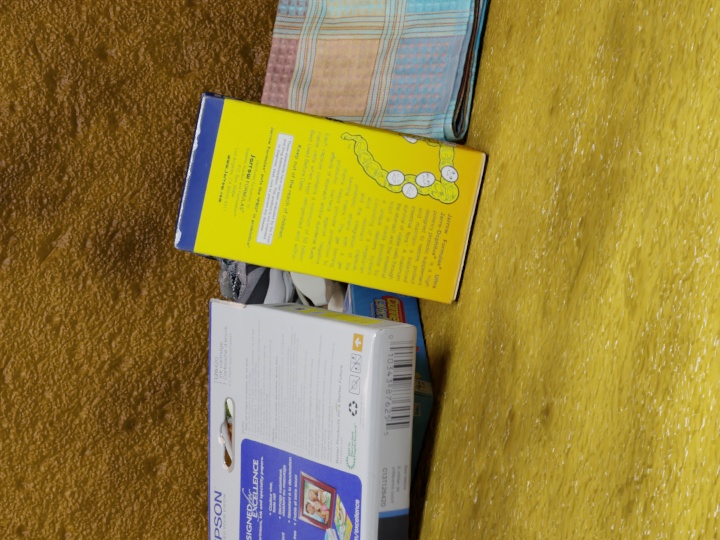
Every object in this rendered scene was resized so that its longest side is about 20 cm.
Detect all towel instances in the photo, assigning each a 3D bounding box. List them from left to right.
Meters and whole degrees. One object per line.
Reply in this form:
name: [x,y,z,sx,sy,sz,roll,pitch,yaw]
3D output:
towel: [0.006,-0.168,1.406,0.022,0.200,0.147,21,-104,-52]

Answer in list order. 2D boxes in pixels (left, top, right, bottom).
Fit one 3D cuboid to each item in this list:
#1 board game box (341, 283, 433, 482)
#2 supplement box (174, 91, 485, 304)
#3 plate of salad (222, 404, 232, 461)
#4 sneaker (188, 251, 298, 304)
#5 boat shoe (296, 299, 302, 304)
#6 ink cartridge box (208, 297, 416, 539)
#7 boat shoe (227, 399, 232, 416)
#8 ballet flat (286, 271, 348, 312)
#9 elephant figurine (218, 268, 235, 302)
board game box: [0.000,0.137,1.377,0.196,0.056,0.201,-96,19,-68]
supplement box: [-0.025,-0.054,1.281,0.109,0.199,0.110,-131,53,-81]
plate of salad: [-0.062,0.128,1.584,0.048,0.200,0.200,-22,41,26]
sneaker: [-0.105,-0.003,1.547,0.200,0.114,0.076,-69,-3,-50]
boat shoe: [-0.074,0.045,1.699,0.075,0.068,0.201,-148,46,-78]
ink cartridge box: [-0.038,0.125,1.268,0.200,0.047,0.198,11,102,55]
boat shoe: [-0.038,0.097,1.529,0.202,0.060,0.072,-9,-103,-63]
ballet flat: [-0.028,0.014,1.462,0.200,0.067,0.062,54,-154,-46]
elephant figurine: [-0.078,0.068,1.959,0.141,0.155,0.201,-21,58,29]
